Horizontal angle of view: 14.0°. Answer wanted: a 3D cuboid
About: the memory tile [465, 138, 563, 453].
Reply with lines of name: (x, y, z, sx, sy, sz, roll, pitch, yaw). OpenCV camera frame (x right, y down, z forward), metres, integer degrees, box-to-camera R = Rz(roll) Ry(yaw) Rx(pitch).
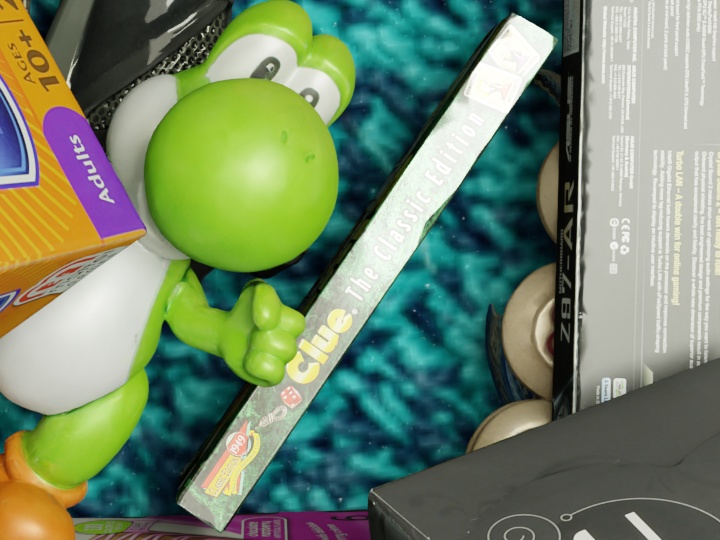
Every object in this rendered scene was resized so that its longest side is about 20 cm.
memory tile: (0.115, 0.058, 1.018, 0.153, 0.017, 0.201, 15, 90, -7)

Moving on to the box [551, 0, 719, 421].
box: (0.147, -0.021, 0.989, 0.159, 0.044, 0.201, 1, 90, -6)

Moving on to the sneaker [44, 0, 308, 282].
sneaker: (-0.057, -0.070, 1.044, 0.114, 0.076, 0.200, 20, 92, -3)

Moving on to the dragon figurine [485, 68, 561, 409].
dragon figurine: (0.079, 0.031, 1.052, 0.099, 0.059, 0.201, -26, 94, -5)

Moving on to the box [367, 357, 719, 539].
box: (0.098, 0.153, 0.913, 0.148, 0.124, 0.201, -18, 123, -21)

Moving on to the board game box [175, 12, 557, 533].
board game box: (0.000, 0.000, 1.029, 0.023, 0.105, 0.200, 35, 88, -5)

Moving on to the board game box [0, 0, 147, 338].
board game box: (-0.228, -0.035, 0.852, 0.199, 0.200, 0.201, -34, 81, 29)

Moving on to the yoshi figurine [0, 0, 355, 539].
yoshi figurine: (-0.075, 0.002, 0.940, 0.200, 0.112, 0.112, -50, 56, 10)

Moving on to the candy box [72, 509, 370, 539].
candy box: (-0.080, 0.126, 1.007, 0.199, 0.136, 0.061, -2, 98, -2)

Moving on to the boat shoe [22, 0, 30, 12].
boat shoe: (-0.135, -0.146, 1.033, 0.065, 0.073, 0.201, 1, 90, 40)
